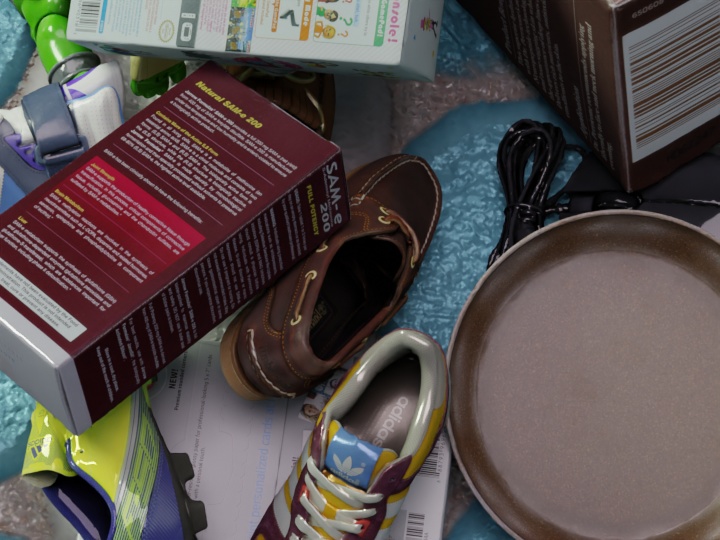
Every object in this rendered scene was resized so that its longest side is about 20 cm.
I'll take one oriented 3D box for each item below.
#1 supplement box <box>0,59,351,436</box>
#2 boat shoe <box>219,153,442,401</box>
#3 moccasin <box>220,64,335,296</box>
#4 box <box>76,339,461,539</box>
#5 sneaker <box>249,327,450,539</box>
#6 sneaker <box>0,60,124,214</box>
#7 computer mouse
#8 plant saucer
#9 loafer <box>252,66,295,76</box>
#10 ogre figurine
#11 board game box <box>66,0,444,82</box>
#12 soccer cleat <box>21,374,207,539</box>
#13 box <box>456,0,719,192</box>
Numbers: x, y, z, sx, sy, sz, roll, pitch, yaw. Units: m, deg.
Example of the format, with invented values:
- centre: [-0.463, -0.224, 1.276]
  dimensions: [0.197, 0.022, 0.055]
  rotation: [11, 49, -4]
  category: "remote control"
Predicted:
- centre: [-0.113, -0.016, 1.284]
  dimensions: [0.200, 0.061, 0.109]
  rotation: [-39, 55, -23]
  category: "supplement box"
- centre: [0.000, 0.000, 1.345]
  dimensions: [0.070, 0.070, 0.200]
  rotation: [50, 47, -17]
  category: "boat shoe"
- centre: [-0.055, -0.087, 1.412]
  dimensions: [0.073, 0.078, 0.203]
  rotation: [3, 66, 5]
  category: "moccasin"
- centre: [-0.050, 0.120, 1.343]
  dimensions: [0.199, 0.041, 0.157]
  rotation: [6, 66, 3]
  category: "box"
- centre: [-0.014, 0.121, 1.266]
  dimensions: [0.075, 0.090, 0.201]
  rotation: [21, 75, 9]
  category: "sneaker"
- centre: [-0.206, -0.084, 1.367]
  dimensions: [0.146, 0.081, 0.200]
  rotation: [-45, 108, 2]
  category: "sneaker"
- centre: [0.174, -0.025, 1.395]
  dimensions: [0.199, 0.053, 0.139]
  rotation: [6, 66, 4]
  category: "computer mouse"
- centre: [0.143, 0.068, 1.343]
  dimensions: [0.199, 0.032, 0.202]
  rotation: [0, 85, -3]
  category: "plant saucer"
- centre: [-0.010, -0.197, 1.411]
  dimensions: [0.070, 0.070, 0.201]
  rotation: [28, 61, 7]
  category: "loafer"
- centre: [-0.137, -0.191, 1.442]
  dimensions: [0.120, 0.201, 0.098]
  rotation: [43, 31, 28]
  category: "ogre figurine"
- centre: [-0.052, -0.186, 1.335]
  dimensions: [0.199, 0.064, 0.149]
  rotation: [7, 86, 21]
  category: "board game box"
- centre: [-0.150, 0.076, 1.304]
  dimensions: [0.083, 0.065, 0.201]
  rotation: [-15, 66, -22]
  category: "soccer cleat"
- centre: [0.160, -0.191, 1.385]
  dimensions: [0.164, 0.166, 0.200]
  rotation: [-30, 55, -11]
  category: "box"
